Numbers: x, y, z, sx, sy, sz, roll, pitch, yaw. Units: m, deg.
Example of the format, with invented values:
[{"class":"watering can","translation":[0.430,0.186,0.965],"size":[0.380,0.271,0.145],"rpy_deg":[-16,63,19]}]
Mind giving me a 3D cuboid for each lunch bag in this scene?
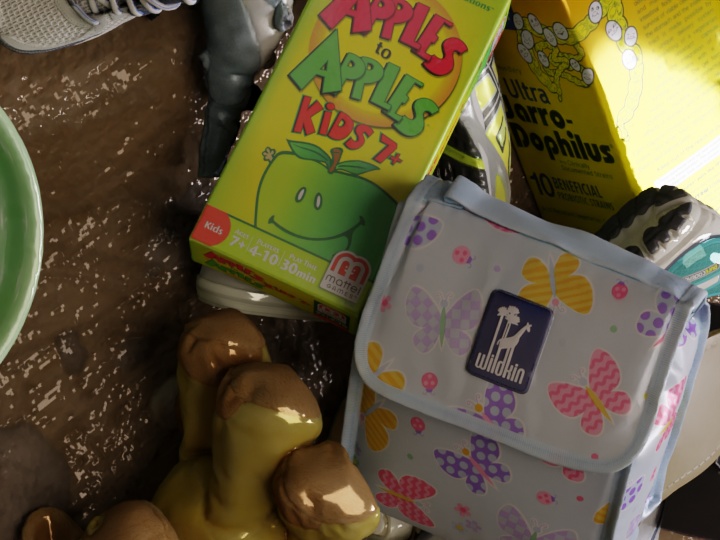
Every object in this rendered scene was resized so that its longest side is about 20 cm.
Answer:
[{"class":"lunch bag","translation":[0.084,0.058,1.260],"size":[0.127,0.169,0.200],"rpy_deg":[-51,159,-46]}]

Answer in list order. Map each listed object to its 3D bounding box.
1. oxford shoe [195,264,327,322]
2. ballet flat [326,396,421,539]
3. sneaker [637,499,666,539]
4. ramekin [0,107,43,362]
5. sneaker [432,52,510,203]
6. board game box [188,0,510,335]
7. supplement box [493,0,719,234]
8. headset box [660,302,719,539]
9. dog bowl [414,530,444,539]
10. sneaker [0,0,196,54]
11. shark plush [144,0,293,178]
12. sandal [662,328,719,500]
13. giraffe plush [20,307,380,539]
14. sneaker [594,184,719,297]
[{"class":"oxford shoe","translation":[0.000,0.000,1.365],"size":[0.200,0.075,0.058],"rpy_deg":[6,96,-30]},{"class":"ballet flat","translation":[0.011,0.169,1.407],"size":[0.069,0.063,0.200],"rpy_deg":[1,97,-31]},{"class":"sneaker","translation":[0.160,0.175,1.517],"size":[0.071,0.073,0.200],"rpy_deg":[22,82,-63]},{"class":"ramekin","translation":[-0.266,-0.019,1.165],"size":[0.200,0.098,0.200],"rpy_deg":[-6,102,-33]},{"class":"sneaker","translation":[0.047,-0.108,1.391],"size":[0.076,0.075,0.200],"rpy_deg":[-16,103,-68]},{"class":"board game box","translation":[-0.005,-0.078,1.300],"size":[0.101,0.048,0.200],"rpy_deg":[24,76,5]},{"class":"supplement box","translation":[0.157,-0.107,1.429],"size":[0.109,0.109,0.200],"rpy_deg":[-35,115,-24]},{"class":"headset box","translation":[0.270,0.105,1.522],"size":[0.200,0.075,0.149],"rpy_deg":[14,87,-55]},{"class":"dog bowl","translation":[0.067,0.248,1.405],"size":[0.200,0.074,0.200],"rpy_deg":[-34,130,-52]},{"class":"sneaker","translation":[-0.109,-0.166,1.212],"size":[0.200,0.085,0.077],"rpy_deg":[-28,112,13]},{"class":"shark plush","translation":[-0.081,-0.156,1.309],"size":[0.083,0.091,0.200],"rpy_deg":[-1,117,-11]},{"class":"sandal","translation":[0.152,0.109,1.406],"size":[0.212,0.070,0.078],"rpy_deg":[-52,127,-22]},{"class":"giraffe plush","translation":[-0.094,0.145,1.293],"size":[0.162,0.173,0.200],"rpy_deg":[-29,139,-16]},{"class":"sneaker","translation":[0.139,0.039,1.382],"size":[0.200,0.078,0.080],"rpy_deg":[-39,117,19]}]
